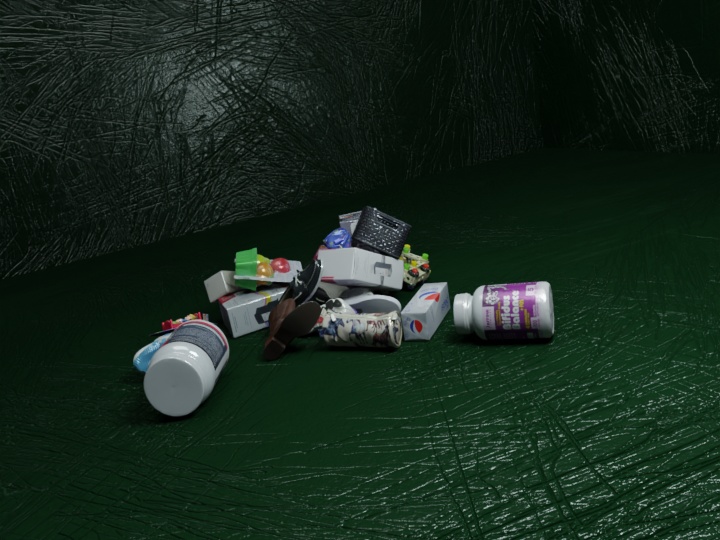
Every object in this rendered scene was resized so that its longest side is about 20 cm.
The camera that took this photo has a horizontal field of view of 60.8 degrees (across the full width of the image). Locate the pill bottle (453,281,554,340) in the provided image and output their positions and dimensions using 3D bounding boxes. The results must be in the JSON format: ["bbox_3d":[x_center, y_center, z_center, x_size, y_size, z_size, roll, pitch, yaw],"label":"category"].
[{"bbox_3d":[0.297,0.086,1.274,0.195,0.115,0.112,-5,16,22],"label":"pill bottle"}]

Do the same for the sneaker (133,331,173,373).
[{"bbox_3d":[-0.491,0.205,1.511,0.079,0.079,0.199,-11,7,24],"label":"sneaker"}]

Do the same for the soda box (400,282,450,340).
[{"bbox_3d":[0.156,0.093,1.438,0.062,0.070,0.200,-4,16,24],"label":"soda box"}]

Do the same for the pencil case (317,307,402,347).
[{"bbox_3d":[0.003,0.129,1.376,0.195,0.090,0.079,-2,47,28],"label":"pencil case"}]

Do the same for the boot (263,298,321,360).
[{"bbox_3d":[-0.165,0.106,1.486,0.186,0.064,0.201,-41,16,12],"label":"boot"}]

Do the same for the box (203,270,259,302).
[{"bbox_3d":[-0.361,0.048,1.811,0.081,0.070,0.198,-28,-14,26],"label":"box"}]

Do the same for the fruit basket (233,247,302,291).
[{"bbox_3d":[-0.259,0.005,1.729,0.194,0.096,0.186,9,17,-14],"label":"fruit basket"}]

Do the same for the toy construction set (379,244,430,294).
[{"bbox_3d":[0.125,-0.001,1.746,0.129,0.094,0.199,28,43,28],"label":"toy construction set"}]

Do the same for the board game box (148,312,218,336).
[{"bbox_3d":[-0.474,0.140,1.639,0.154,0.040,0.200,-13,-7,0],"label":"board game box"}]

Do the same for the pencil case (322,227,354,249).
[{"bbox_3d":[-0.035,-0.019,1.731,0.076,0.203,0.087,-24,26,0],"label":"pencil case"}]

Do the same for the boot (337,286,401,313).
[{"bbox_3d":[0.021,0.075,1.557,0.195,0.075,0.096,-4,33,26],"label":"boot"}]

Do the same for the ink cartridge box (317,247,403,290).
[{"bbox_3d":[0.000,0.000,1.609,0.143,0.087,0.197,-1,-11,43],"label":"ink cartridge box"}]

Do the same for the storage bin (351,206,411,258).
[{"bbox_3d":[0.054,-0.104,1.690,0.132,0.096,0.200,23,1,-5],"label":"storage bin"}]

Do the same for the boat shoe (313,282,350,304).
[{"bbox_3d":[-0.086,0.069,1.698,0.198,0.062,0.073,28,35,34],"label":"boat shoe"}]

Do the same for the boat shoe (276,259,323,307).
[{"bbox_3d":[-0.156,0.045,1.577,0.059,0.202,0.077,17,33,-22],"label":"boat shoe"}]

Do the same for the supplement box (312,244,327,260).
[{"bbox_3d":[-0.088,-0.008,1.889,0.083,0.113,0.200,-8,16,6],"label":"supplement box"}]

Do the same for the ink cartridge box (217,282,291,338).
[{"bbox_3d":[-0.279,0.100,1.693,0.195,0.085,0.145,-18,16,-20],"label":"ink cartridge box"}]

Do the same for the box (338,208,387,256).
[{"bbox_3d":[0.013,-0.070,1.862,0.128,0.206,0.115,-11,16,-2],"label":"box"}]

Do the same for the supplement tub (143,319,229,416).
[{"bbox_3d":[-0.361,0.200,1.286,0.136,0.144,0.200,-10,15,4],"label":"supplement tub"}]

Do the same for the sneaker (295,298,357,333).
[{"bbox_3d":[-0.093,0.126,1.530,0.196,0.083,0.083,-10,-24,36],"label":"sneaker"}]
